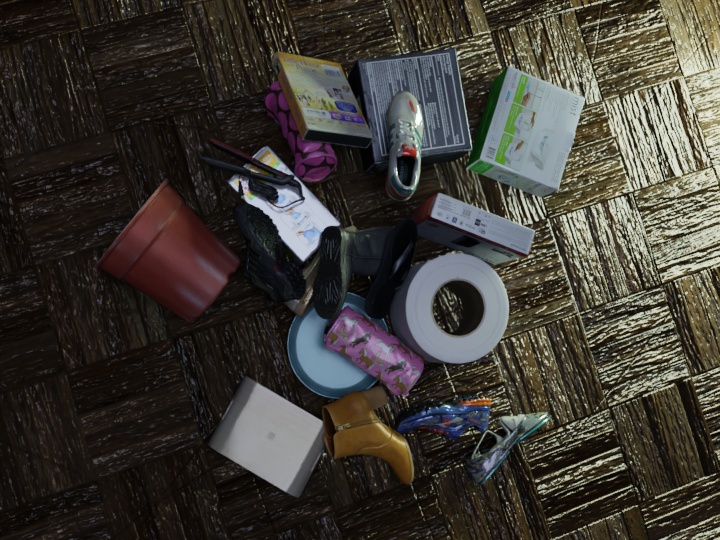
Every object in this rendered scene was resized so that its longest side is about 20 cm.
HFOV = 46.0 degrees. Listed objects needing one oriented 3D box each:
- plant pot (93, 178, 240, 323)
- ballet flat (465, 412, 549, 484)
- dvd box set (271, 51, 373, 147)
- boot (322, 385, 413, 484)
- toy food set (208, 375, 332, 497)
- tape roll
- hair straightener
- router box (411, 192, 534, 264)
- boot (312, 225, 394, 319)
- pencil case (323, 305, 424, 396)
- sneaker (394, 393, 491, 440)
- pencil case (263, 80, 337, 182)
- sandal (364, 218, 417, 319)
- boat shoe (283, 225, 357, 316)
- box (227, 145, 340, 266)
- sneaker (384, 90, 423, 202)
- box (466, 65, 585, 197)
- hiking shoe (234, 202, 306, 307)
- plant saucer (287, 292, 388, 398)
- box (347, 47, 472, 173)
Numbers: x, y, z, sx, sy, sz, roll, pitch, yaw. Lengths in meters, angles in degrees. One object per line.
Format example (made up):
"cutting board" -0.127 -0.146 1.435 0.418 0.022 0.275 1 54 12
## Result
"plant pot" -0.333 -0.022 1.509 0.195 0.201 0.201 40 79 -13
"ballet flat" 0.280 0.326 1.648 0.200 0.072 0.072 -40 93 -13
"dvd box set" -0.072 -0.315 1.564 0.145 0.029 0.202 1 53 -36
"boot" 0.008 0.324 1.571 0.143 0.071 0.203 -19 88 -33
"toy food set" -0.165 0.308 1.576 0.198 0.060 0.145 29 81 2
"tape roll" 0.166 0.075 1.612 0.200 0.139 0.206 1 85 -11
"hair straightener" -0.192 -0.160 1.510 0.198 0.041 0.078 25 81 -8
"router box" 0.206 -0.075 1.612 0.198 0.179 0.049 20 81 -7
"boot" 0.002 0.001 1.580 0.072 0.199 0.184 13 94 33
"pencil case" 0.026 0.152 1.581 0.199 0.083 0.087 34 124 -6
"sneaker" 0.162 0.290 1.626 0.197 0.075 0.080 -8 90 -9
"pencil case" -0.114 -0.256 1.577 0.090 0.094 0.201 12 45 -45
"sandal" 0.069 0.000 1.577 0.042 0.076 0.202 10 71 35
"boat shoe" -0.064 0.002 1.603 0.064 0.071 0.200 41 81 12
"box" -0.145 -0.117 1.583 0.101 0.112 0.200 -44 93 -9
"sneaker" 0.085 -0.227 1.525 0.069 0.093 0.203 5 88 -11
"box" 0.331 -0.275 1.695 0.174 0.097 0.202 19 81 -9
"hiking shoe" -0.184 -0.021 1.516 0.100 0.076 0.201 -21 107 28
"plant saucer" -0.042 0.142 1.623 0.197 0.027 0.203 1 84 -11
"box" 0.093 -0.305 1.640 0.196 0.123 0.203 -9 88 -10
